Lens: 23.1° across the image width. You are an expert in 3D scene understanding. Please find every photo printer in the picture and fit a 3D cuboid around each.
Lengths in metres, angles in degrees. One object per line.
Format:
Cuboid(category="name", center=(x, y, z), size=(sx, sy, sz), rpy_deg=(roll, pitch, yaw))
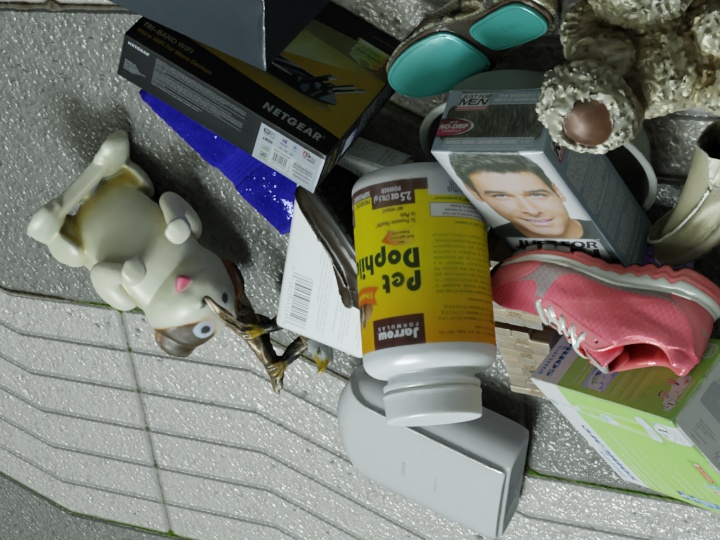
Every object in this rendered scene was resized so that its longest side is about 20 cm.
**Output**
Cuboid(category="photo printer", center=(0.068, 0.177, 1.780), size=(0.199, 0.070, 0.167), rpy_deg=(25, 150, 15))

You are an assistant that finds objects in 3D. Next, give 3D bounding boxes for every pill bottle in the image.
Cuboid(category="pill bottle", center=(0.052, 0.021, 1.419), size=(0.109, 0.109, 0.201), rpy_deg=(-15, 74, 45))

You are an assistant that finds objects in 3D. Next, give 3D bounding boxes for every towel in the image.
Cuboid(category="towel", center=(-0.104, -0.126, 1.630), size=(0.200, 0.050, 0.148), rpy_deg=(44, 140, -8))

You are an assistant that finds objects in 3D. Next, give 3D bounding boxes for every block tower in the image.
Cuboid(category="block tower", center=(0.150, 0.035, 1.576), size=(0.054, 0.058, 0.200), rpy_deg=(11, 145, 24))

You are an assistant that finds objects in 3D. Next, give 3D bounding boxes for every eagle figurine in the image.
Cuboid(category="eagle figurine", center=(-0.022, 0.041, 1.710), size=(0.199, 0.152, 0.152), rpy_deg=(-29, 156, 18))

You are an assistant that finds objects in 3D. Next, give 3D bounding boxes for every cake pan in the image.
Cuboid(category="cake pan", center=(0.148, -0.099, 1.437), size=(0.199, 0.037, 0.200), rpy_deg=(16, 156, 7))

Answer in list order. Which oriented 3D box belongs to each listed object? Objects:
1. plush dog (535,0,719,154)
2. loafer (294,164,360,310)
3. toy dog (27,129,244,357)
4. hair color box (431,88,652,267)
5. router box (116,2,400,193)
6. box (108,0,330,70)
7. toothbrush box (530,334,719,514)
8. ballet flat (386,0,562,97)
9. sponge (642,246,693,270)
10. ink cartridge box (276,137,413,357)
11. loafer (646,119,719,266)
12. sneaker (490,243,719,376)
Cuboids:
Cuboid(category="plush dog", center=(0.210, -0.198, 1.284), size=(0.199, 0.161, 0.173), rpy_deg=(-12, 113, 1))
Cuboid(category="loafer", center=(0.000, 0.000, 1.508), size=(0.071, 0.073, 0.200), rpy_deg=(-27, 101, 35))
Cuboid(category="toy dog", center=(-0.215, -0.004, 1.766), size=(0.200, 0.140, 0.194), rpy_deg=(40, 156, 10))
Cuboid(category="hair color box", center=(0.146, -0.064, 1.393), size=(0.099, 0.061, 0.200), rpy_deg=(2, 151, 34))
Cuboid(category="router box", center=(-0.079, -0.176, 1.488), size=(0.199, 0.157, 0.052), rpy_deg=(31, 141, 7))
Cuboid(category="box", center=(-0.120, -0.259, 1.382), size=(0.199, 0.141, 0.079), rpy_deg=(25, 146, 19))
Cuboid(category="toothbrush box", center=(0.259, 0.120, 1.466), size=(0.146, 0.086, 0.200), rpy_deg=(46, 164, -24))
Cuboid(category="ballet flat", center=(0.097, -0.198, 1.400), size=(0.068, 0.076, 0.200), rpy_deg=(33, 150, -21))
Cuboid(category="sponge", center=(0.243, 0.047, 1.540), size=(0.111, 0.030, 0.200), rpy_deg=(15, 147, 27))
Cuboid(category="ink cartridge box", center=(0.020, -0.011, 1.565), size=(0.173, 0.044, 0.201), rpy_deg=(21, 125, 15))
Cuboid(category="loafer", center=(0.285, -0.078, 1.380), size=(0.068, 0.076, 0.200), rpy_deg=(41, 132, -2))
Cuboid(category="sneaker", center=(0.184, 0.036, 1.397), size=(0.199, 0.087, 0.074), rpy_deg=(7, 155, 28))
